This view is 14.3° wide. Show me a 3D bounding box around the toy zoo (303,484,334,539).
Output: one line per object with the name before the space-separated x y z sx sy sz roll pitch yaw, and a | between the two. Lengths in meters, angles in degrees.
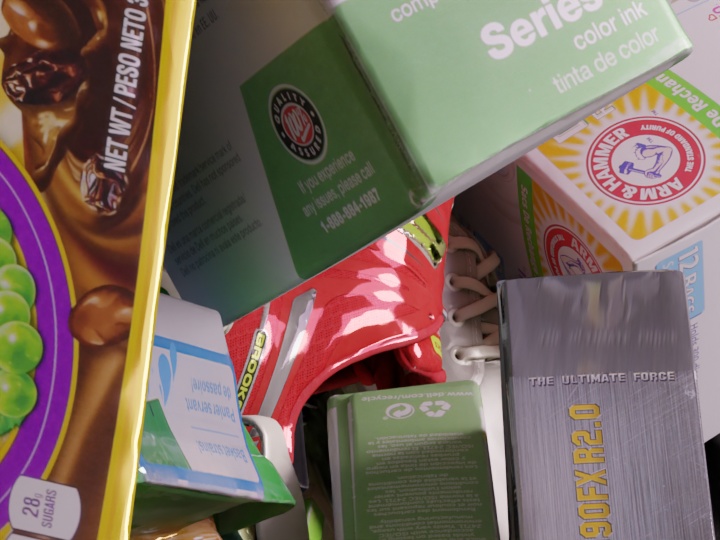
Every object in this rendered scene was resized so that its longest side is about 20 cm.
toy zoo | 0.002 0.163 0.868 0.131 0.020 0.200 59 14 -18

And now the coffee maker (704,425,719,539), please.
coffee maker | 0.125 0.058 1.049 0.200 0.192 0.135 48 -6 36

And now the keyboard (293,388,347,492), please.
keyboard | -0.053 0.014 0.947 0.104 0.040 0.200 30 29 -24

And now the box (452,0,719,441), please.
box | 0.078 -0.045 1.000 0.200 0.101 0.113 47 -23 36

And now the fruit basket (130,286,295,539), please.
fruit basket | -0.055 0.094 0.622 0.200 0.094 0.185 67 14 15

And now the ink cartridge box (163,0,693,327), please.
ink cartridge box | -0.030 -0.103 0.674 0.200 0.087 0.145 60 -25 0

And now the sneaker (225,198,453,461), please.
sneaker | 0.000 0.000 0.878 0.085 0.077 0.200 47 56 -3

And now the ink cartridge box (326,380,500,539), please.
ink cartridge box | 0.018 0.140 0.716 0.200 0.048 0.146 -94 179 -62

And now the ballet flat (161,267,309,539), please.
ballet flat | -0.057 0.042 0.766 0.200 0.070 0.067 67 14 14

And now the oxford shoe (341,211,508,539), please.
oxford shoe | 0.026 0.021 0.948 0.075 0.058 0.200 17 42 -61

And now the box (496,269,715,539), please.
box | 0.065 0.121 0.727 0.200 0.048 0.159 84 3 -54

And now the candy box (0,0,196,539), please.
candy box | -0.089 -0.002 0.551 0.026 0.102 0.201 126 -28 -60
